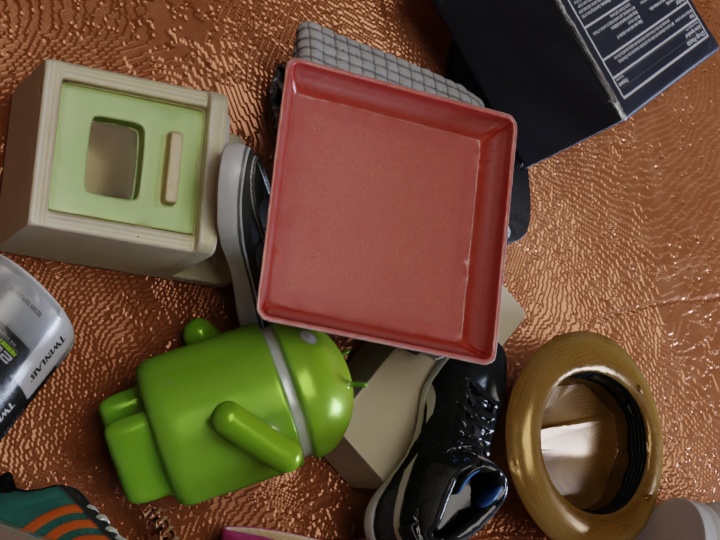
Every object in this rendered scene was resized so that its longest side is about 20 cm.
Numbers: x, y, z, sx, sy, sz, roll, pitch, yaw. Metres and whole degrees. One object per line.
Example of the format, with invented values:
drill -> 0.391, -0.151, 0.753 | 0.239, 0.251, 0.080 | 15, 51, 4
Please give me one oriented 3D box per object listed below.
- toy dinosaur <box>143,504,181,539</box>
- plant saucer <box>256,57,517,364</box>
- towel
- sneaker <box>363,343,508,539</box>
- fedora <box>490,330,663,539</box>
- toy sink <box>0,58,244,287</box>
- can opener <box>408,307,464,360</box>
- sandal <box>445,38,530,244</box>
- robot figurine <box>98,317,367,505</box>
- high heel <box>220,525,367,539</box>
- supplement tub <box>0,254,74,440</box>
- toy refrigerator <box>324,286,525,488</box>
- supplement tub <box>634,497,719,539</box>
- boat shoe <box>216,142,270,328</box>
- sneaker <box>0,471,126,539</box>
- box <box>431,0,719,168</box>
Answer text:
toy dinosaur -> -0.147, 0.287, 1.366 | 0.135, 0.102, 0.201 | -4, 63, -42
plant saucer -> 0.017, -0.041, 1.372 | 0.199, 0.037, 0.201 | 12, 76, -23
towel -> 0.016, -0.092, 1.480 | 0.199, 0.086, 0.166 | 19, 43, -23
sneaker -> 0.088, 0.137, 1.414 | 0.073, 0.112, 0.201 | 38, 66, -23
fedora -> 0.173, 0.147, 1.535 | 0.200, 0.082, 0.202 | 10, 75, -42
toy sink -> -0.167, -0.071, 1.399 | 0.199, 0.112, 0.131 | 11, 75, -24
can opener -> 0.000, 0.000, 1.451 | 0.199, 0.067, 0.053 | 32, 65, 12
sandal -> 0.124, -0.124, 1.594 | 0.076, 0.043, 0.201 | -4, 82, -27
robot figurine -> -0.095, 0.106, 1.380 | 0.199, 0.176, 0.116 | -18, 113, -6
high heel -> -0.014, 0.213, 1.445 | 0.199, 0.067, 0.096 | -22, 100, -15
supplement tub -> -0.306, 0.088, 1.292 | 0.122, 0.122, 0.200 | 41, 65, -14
toy refrigerator -> 0.042, 0.082, 1.499 | 0.076, 0.070, 0.200 | 48, 64, -18
supplement tub -> 0.338, 0.284, 1.561 | 0.199, 0.145, 0.146 | 22, 71, -21
boat shoe -> -0.072, -0.021, 1.402 | 0.056, 0.201, 0.069 | 1, 49, 8
sneaker -> -0.201, 0.197, 1.305 | 0.199, 0.072, 0.080 | 18, 48, 20
box -> 0.181, -0.224, 1.570 | 0.200, 0.123, 0.199 | -35, 96, -48
